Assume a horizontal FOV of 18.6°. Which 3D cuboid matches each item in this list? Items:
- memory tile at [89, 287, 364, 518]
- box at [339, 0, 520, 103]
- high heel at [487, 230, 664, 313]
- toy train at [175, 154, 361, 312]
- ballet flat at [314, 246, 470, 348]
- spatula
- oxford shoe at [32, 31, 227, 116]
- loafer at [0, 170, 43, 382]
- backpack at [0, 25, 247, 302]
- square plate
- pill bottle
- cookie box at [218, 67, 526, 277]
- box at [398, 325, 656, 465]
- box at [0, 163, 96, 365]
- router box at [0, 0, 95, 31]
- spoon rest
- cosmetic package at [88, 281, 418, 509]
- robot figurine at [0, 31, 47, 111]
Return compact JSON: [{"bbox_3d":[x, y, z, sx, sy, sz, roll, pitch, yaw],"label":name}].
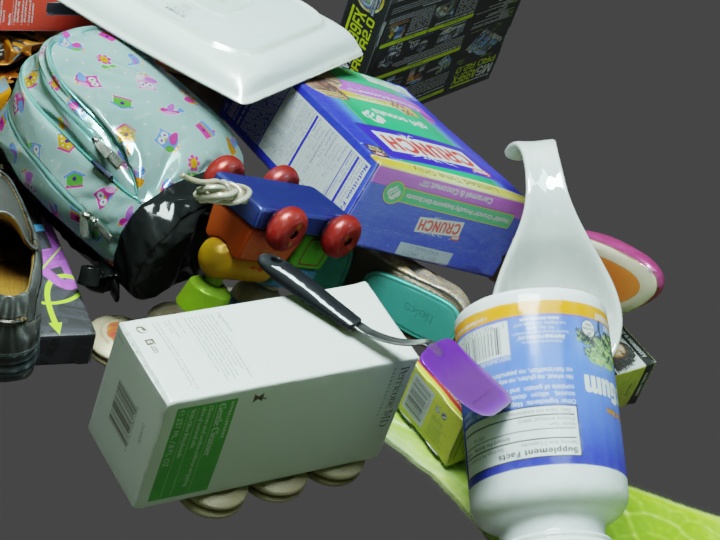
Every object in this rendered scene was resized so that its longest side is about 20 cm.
[{"bbox_3d":[-0.098,0.091,1.588,0.153,0.017,0.200,-10,47,-33],"label":"memory tile"},{"bbox_3d":[0.059,-0.216,1.912,0.200,0.161,0.044,-24,57,-41],"label":"box"},{"bbox_3d":[0.190,-0.010,1.742,0.096,0.068,0.200,-22,12,-32],"label":"high heel"},{"bbox_3d":[-0.096,-0.013,1.556,0.085,0.116,0.200,38,17,28],"label":"toy train"},{"bbox_3d":[0.000,0.000,1.715,0.200,0.068,0.067,33,20,7],"label":"ballet flat"},{"bbox_3d":[0.012,0.040,1.494,0.200,0.021,0.056,29,25,16],"label":"spatula"},{"bbox_3d":[-0.198,-0.161,1.805,0.199,0.073,0.071,15,18,23],"label":"oxford shoe"},{"bbox_3d":[-0.251,-0.014,1.542,0.073,0.072,0.200,2,41,-21],"label":"loafer"},{"bbox_3d":[-0.178,-0.084,1.649,0.200,0.127,0.167,44,26,17],"label":"backpack"},{"bbox_3d":[-0.119,-0.204,1.720,0.200,0.029,0.198,30,28,17],"label":"square plate"},{"bbox_3d":[0.127,0.122,1.534,0.112,0.112,0.201,3,67,-21],"label":"pill bottle"},{"bbox_3d":[0.011,-0.087,1.740,0.171,0.075,0.200,13,24,-41],"label":"cookie box"},{"bbox_3d":[0.125,0.084,1.668,0.200,0.050,0.075,-14,50,-35],"label":"box"},{"bbox_3d":[-0.288,-0.008,1.606,0.143,0.036,0.200,-3,42,-27],"label":"box"},{"bbox_3d":[-0.290,-0.246,1.823,0.179,0.049,0.200,-3,22,-30],"label":"router box"},{"bbox_3d":[0.140,-0.011,1.650,0.099,0.061,0.201,-5,69,-4],"label":"spoon rest"},{"bbox_3d":[-0.073,0.083,1.510,0.199,0.108,0.085,-9,46,-31],"label":"cosmetic package"},{"bbox_3d":[-0.316,-0.148,1.728,0.145,0.058,0.200,23,33,23],"label":"robot figurine"}]
